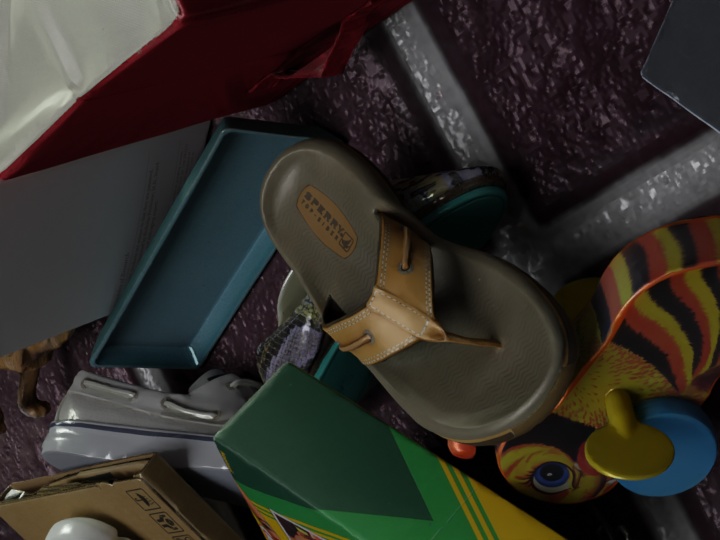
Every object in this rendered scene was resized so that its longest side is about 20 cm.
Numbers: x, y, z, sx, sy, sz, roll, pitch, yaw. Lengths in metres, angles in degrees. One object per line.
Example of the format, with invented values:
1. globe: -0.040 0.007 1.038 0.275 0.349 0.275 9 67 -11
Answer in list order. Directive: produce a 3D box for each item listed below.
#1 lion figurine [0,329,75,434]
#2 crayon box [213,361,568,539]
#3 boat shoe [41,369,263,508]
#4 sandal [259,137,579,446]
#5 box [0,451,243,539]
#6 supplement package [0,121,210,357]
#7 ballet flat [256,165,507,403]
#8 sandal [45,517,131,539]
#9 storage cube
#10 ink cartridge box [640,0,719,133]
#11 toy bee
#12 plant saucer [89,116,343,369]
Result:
1. lion figurine: -0.239 0.024 1.119 0.200 0.072 0.123 16 114 42
2. crayon box: 0.033 0.154 0.852 0.172 0.058 0.200 31 157 32
3. boat shoe: -0.078 0.087 0.987 0.200 0.071 0.070 4 65 25
4. sandal: 0.010 0.005 0.777 0.200 0.054 0.080 44 108 36
5. box: -0.099 0.185 1.019 0.163 0.021 0.200 -17 122 48
6. supplement package: -0.199 -0.038 0.961 0.121 0.200 0.120 36 128 28
7. ballet flat: 0.000 0.000 0.884 0.072 0.072 0.200 50 132 17
8. sandal: -0.102 0.216 0.995 0.203 0.050 0.082 42 145 -11
9. storage cube: -0.094 -0.167 0.824 0.171 0.180 0.200 -30 84 46
10. ink cartridge box: 0.218 -0.101 0.648 0.200 0.043 0.198 38 129 25
11. toy bee: 0.097 0.063 0.768 0.131 0.108 0.201 -124 48 -74
12. plant saucer: -0.082 -0.012 0.959 0.200 0.070 0.019 -54 44 42
